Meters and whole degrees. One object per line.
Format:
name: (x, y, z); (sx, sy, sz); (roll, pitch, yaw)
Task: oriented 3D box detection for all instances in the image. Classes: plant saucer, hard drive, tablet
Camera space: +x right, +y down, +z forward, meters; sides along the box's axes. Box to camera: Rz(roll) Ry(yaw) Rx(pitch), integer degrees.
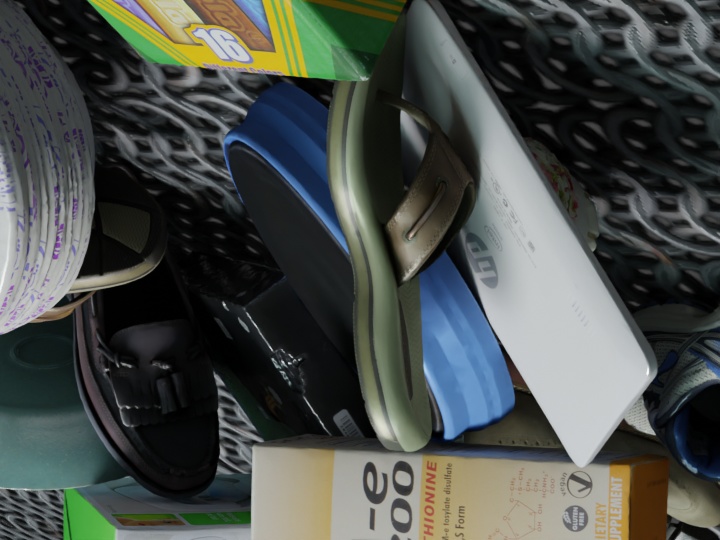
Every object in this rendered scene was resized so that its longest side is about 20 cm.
plant saucer: (-0.183, 0.060, 1.548); (0.200, 0.200, 0.036); (16, 121, 25)
hard drive: (-0.044, 0.057, 1.505); (0.140, 0.038, 0.200); (56, 166, -13)
tablet: (0.064, -0.015, 1.193); (0.200, 0.014, 0.130); (60, 160, 16)

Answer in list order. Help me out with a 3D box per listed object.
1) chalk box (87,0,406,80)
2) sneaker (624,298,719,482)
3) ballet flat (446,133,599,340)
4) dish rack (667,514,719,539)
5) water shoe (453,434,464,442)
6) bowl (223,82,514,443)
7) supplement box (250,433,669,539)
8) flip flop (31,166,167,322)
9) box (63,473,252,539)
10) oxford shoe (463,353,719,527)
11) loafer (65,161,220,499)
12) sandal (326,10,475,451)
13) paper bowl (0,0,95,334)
chalk box: (-0.067, -0.178, 0.975); (0.124, 0.125, 0.200); (9, 154, 39)
sneaker: (0.169, 0.063, 1.324); (0.077, 0.085, 0.200); (29, 160, -9)
ballet flat: (0.080, -0.017, 1.287); (0.064, 0.076, 0.200); (-3, 164, -12)
dish rack: (0.124, 0.179, 1.492); (0.153, 0.200, 0.055); (26, 120, 2)
water shoe: (0.041, 0.085, 1.557); (0.071, 0.079, 0.200); (19, 133, 9)
bowl: (0.000, 0.000, 1.312); (0.201, 0.039, 0.201); (52, 169, 15)
supplement box: (0.048, 0.150, 1.320); (0.200, 0.126, 0.074); (1, 180, 21)
flip flop: (-0.184, 0.000, 1.472); (0.200, 0.081, 0.058); (-18, 138, 31)
box: (-0.067, 0.173, 1.482); (0.176, 0.097, 0.200); (-1, -177, -13)
oxford shoe: (0.131, 0.114, 1.491); (0.200, 0.074, 0.071); (26, 161, -30)
loafer: (-0.125, 0.030, 1.484); (0.072, 0.200, 0.063); (-8, 149, -24)
sandal: (0.025, -0.020, 1.176); (0.057, 0.201, 0.080); (-4, -168, 15)
paper bowl: (-0.218, -0.062, 1.380); (0.201, 0.104, 0.201); (14, 114, 34)
